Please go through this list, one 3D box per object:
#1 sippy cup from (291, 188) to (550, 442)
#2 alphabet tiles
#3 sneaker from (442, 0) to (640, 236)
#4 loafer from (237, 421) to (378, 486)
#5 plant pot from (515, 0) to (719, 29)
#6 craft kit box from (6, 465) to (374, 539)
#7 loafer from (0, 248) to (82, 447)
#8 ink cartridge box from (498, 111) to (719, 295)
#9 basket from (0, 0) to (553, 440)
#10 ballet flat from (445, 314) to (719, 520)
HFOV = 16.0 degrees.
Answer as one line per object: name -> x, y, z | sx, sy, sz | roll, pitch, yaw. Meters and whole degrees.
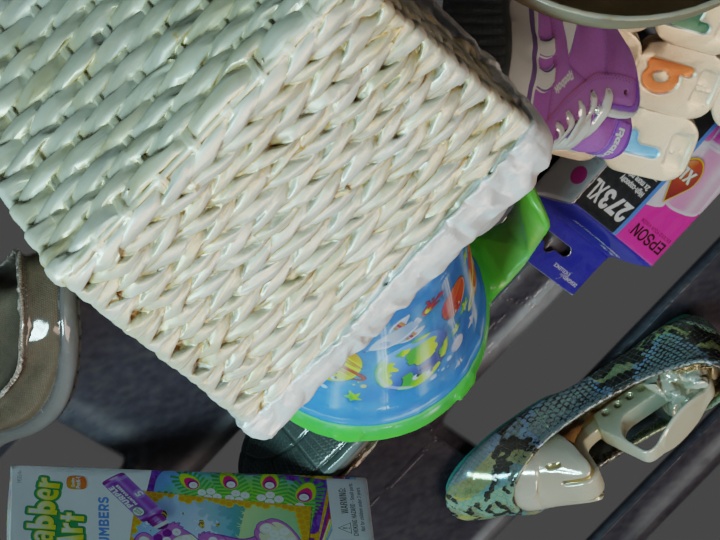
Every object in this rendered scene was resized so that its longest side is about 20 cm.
sippy cup -> 0.000, 0.000, 1.284 | 0.178, 0.139, 0.131 | -56, 166, -20
alphabet tiles -> 0.157, -0.142, 1.341 | 0.194, 0.015, 0.201 | 12, 121, -13
sneaker -> 0.091, -0.074, 1.251 | 0.114, 0.201, 0.072 | 38, 134, -24
loafer -> 0.010, 0.054, 1.419 | 0.063, 0.072, 0.201 | 19, 111, -50
plant pot -> 0.118, -0.201, 1.206 | 0.200, 0.201, 0.134 | -35, 174, -5
craft kit box -> -0.085, 0.184, 1.315 | 0.196, 0.201, 0.049 | 0, 128, -8
loafer -> -0.189, 0.048, 1.216 | 0.070, 0.074, 0.200 | 9, 149, -28
ink cartridge box -> 0.171, -0.068, 1.456 | 0.200, 0.037, 0.095 | -46, 138, 10
basket -> -0.058, -0.075, 1.158 | 0.200, 0.198, 0.161 | -44, 136, 6
ballet flat -> 0.144, 0.100, 1.555 | 0.199, 0.074, 0.074 | -36, 139, -4
